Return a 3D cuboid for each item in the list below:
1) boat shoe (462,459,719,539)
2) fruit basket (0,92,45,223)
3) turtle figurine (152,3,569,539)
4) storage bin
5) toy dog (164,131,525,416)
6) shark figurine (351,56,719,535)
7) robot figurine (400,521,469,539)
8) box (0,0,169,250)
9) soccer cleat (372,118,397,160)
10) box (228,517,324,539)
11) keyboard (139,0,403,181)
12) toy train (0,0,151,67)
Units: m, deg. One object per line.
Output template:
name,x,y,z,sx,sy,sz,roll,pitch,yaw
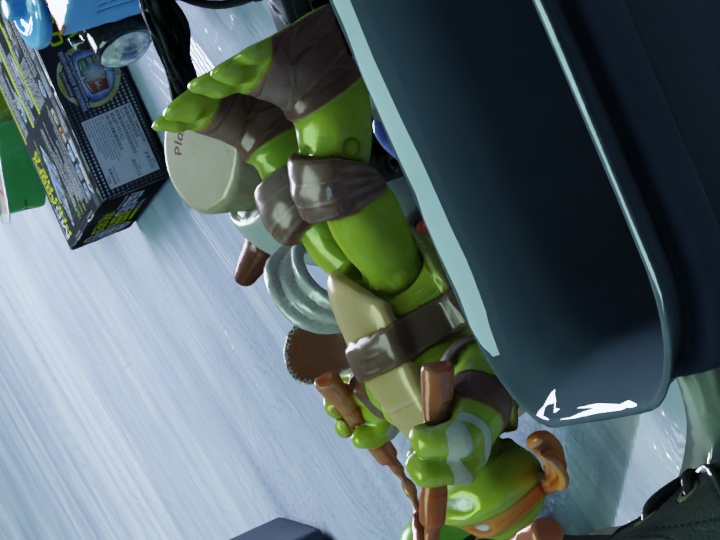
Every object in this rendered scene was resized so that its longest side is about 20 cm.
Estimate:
boat shoe,0.111,0.080,0.740,0.200,0.072,0.067,2,98,39
fruit basket,-0.273,-0.129,1.774,0.185,0.093,0.201,-171,62,-72
turtle figurine,0.012,0.011,0.719,0.162,0.064,0.200,60,175,-3
storage bin,0.068,-0.083,0.614,0.201,0.134,0.145,67,165,1
toy dog,0.000,0.000,1.015,0.200,0.131,0.097,-117,35,-50
shark figurine,0.088,0.003,0.803,0.090,0.127,0.216,-82,-25,-56
robot figurine,0.055,0.187,1.074,0.200,0.115,0.177,137,135,-74
box,-0.180,-0.123,1.558,0.201,0.044,0.160,66,165,4
soccer cleat,0.032,-0.107,0.794,0.065,0.083,0.201,55,160,37
box,-0.087,0.263,1.506,0.183,0.199,0.104,67,166,-4
keyboard,-0.017,-0.089,0.859,0.201,0.126,0.021,71,-177,-52
toy train,-0.144,-0.196,1.271,0.201,0.086,0.114,64,156,18
